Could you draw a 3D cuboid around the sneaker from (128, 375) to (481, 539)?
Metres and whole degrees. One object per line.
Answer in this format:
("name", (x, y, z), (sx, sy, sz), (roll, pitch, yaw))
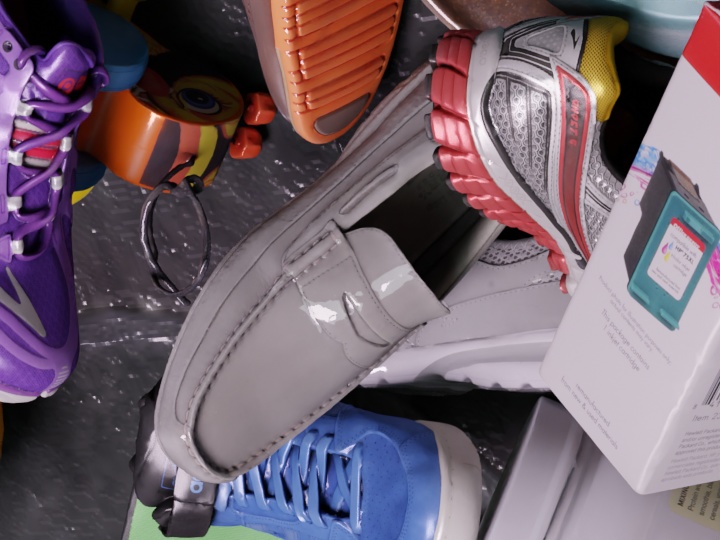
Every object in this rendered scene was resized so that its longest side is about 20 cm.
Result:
("sneaker", (-0.032, 0.083, 0.999), (0.111, 0.200, 0.077), (9, 94, -21))

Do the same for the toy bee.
("toy bee", (-0.095, -0.063, 1.014), (0.131, 0.108, 0.201), (-41, 69, 39))

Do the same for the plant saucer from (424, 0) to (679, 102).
("plant saucer", (0.093, -0.158, 0.882), (0.199, 0.037, 0.201), (13, 124, 20))

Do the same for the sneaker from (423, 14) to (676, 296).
("sneaker", (0.107, -0.022, 0.900), (0.082, 0.078, 0.200), (-13, 145, 35))

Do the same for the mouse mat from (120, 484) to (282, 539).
("mouse mat", (-0.029, 0.173, 1.121), (0.199, 0.008, 0.162), (18, 101, 25))

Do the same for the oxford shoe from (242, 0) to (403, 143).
("oxford shoe", (-0.032, -0.147, 0.951), (0.073, 0.071, 0.201), (15, 120, 40))

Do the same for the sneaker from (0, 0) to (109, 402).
("sneaker", (-0.132, -0.051, 0.925), (0.083, 0.080, 0.201), (-5, 92, 38))

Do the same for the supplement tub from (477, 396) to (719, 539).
("supplement tub", (0.138, 0.144, 0.970), (0.199, 0.145, 0.145), (23, 127, 3))

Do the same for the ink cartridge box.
("ink cartridge box", (0.152, -0.025, 0.830), (0.067, 0.116, 0.201), (52, 135, 37))

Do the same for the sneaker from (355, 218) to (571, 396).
("sneaker", (0.032, 0.009, 1.018), (0.199, 0.075, 0.082), (0, 84, 32))

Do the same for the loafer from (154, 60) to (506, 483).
("loafer", (0.000, 0.000, 0.941), (0.070, 0.200, 0.070), (44, 170, -36))

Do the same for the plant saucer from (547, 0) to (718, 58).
("plant saucer", (0.107, -0.153, 0.826), (0.199, 0.036, 0.201), (12, 124, 19))

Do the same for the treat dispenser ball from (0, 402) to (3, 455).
("treat dispenser ball", (-0.258, 0.071, 1.101), (0.200, 0.201, 0.202), (12, 123, 19))
